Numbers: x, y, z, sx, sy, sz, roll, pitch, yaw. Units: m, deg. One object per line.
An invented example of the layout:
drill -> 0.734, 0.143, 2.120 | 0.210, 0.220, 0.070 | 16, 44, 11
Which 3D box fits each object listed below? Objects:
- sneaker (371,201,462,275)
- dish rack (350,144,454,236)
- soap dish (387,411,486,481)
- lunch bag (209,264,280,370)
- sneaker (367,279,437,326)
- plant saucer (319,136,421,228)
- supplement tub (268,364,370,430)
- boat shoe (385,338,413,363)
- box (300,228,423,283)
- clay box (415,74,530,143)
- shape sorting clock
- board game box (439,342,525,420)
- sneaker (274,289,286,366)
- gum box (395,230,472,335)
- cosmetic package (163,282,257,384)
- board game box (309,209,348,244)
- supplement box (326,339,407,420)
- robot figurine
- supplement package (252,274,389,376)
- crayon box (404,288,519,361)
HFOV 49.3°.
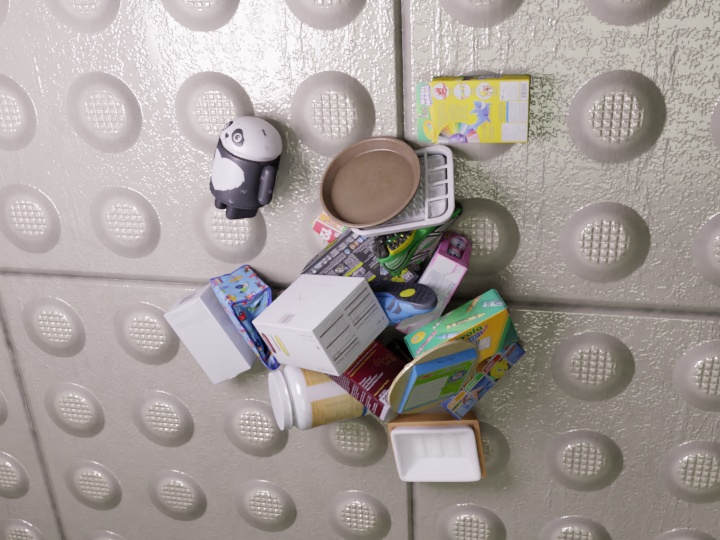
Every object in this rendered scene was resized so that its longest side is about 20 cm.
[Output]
sneaker -> 0.112, -0.068, 1.492 | 0.200, 0.078, 0.085 | -35, 131, -12
dish rack -> 0.081, -0.141, 1.462 | 0.199, 0.172, 0.044 | -8, 150, 18
soap dish -> 0.172, 0.387, 1.728 | 0.199, 0.081, 0.158 | -5, 114, 16
lunch bag -> -0.228, 0.112, 1.645 | 0.094, 0.151, 0.200 | -23, 118, -17
sneaker -> 0.077, 0.068, 1.486 | 0.200, 0.066, 0.079 | 6, 119, 50
plant saucer -> 0.020, -0.160, 1.456 | 0.200, 0.201, 0.029 | -10, 150, 18
supplement tub -> -0.082, 0.252, 1.647 | 0.199, 0.145, 0.145 | -10, 117, -17
boat shoe -> 0.133, 0.217, 1.659 | 0.201, 0.072, 0.061 | 33, 109, -11
box -> 0.000, 0.000, 1.574 | 0.160, 0.044, 0.200 | 44, 124, -10
clay box -> 0.202, -0.290, 1.408 | 0.199, 0.048, 0.115 | 3, 116, 14
shape sorting clock -> 0.139, 0.202, 1.485 | 0.200, 0.200, 0.039 | -52, 52, 28
board game box -> 0.220, 0.191, 1.607 | 0.135, 0.034, 0.200 | 43, 96, -9
sneaker -> -0.159, 0.146, 1.684 | 0.070, 0.093, 0.200 | 2, 116, 13
gum box -> 0.147, 0.027, 1.538 | 0.066, 0.114, 0.200 | 27, 119, -1
cosmetic package -> -0.324, 0.140, 1.730 | 0.113, 0.081, 0.200 | -24, 109, 23
board game box -> 0.002, -0.059, 1.583 | 0.200, 0.030, 0.096 | 39, 119, -10
supplement box -> 0.006, 0.194, 1.577 | 0.200, 0.109, 0.061 | 36, 147, 16
robot figurine -> -0.224, -0.197, 1.513 | 0.150, 0.125, 0.200 | 20, 119, 0
supplement package -> -0.077, 0.099, 1.498 | 0.200, 0.156, 0.111 | 2, 129, 51
crayon box -> 0.197, 0.132, 1.519 | 0.200, 0.058, 0.119 | -29, 137, 2
